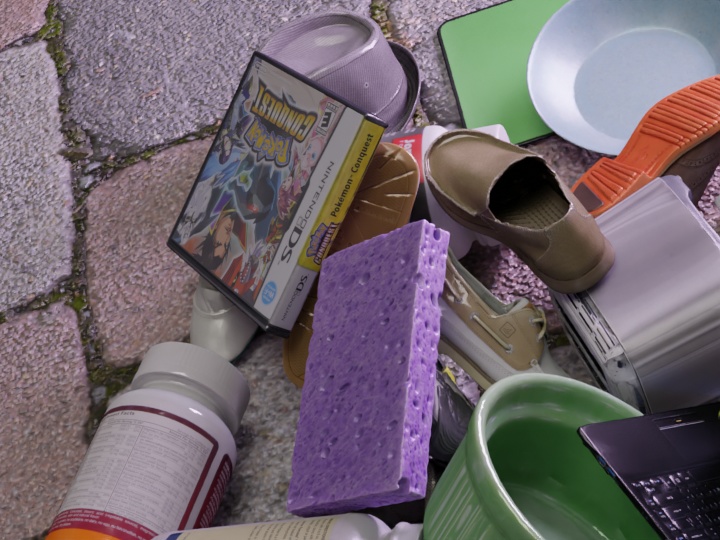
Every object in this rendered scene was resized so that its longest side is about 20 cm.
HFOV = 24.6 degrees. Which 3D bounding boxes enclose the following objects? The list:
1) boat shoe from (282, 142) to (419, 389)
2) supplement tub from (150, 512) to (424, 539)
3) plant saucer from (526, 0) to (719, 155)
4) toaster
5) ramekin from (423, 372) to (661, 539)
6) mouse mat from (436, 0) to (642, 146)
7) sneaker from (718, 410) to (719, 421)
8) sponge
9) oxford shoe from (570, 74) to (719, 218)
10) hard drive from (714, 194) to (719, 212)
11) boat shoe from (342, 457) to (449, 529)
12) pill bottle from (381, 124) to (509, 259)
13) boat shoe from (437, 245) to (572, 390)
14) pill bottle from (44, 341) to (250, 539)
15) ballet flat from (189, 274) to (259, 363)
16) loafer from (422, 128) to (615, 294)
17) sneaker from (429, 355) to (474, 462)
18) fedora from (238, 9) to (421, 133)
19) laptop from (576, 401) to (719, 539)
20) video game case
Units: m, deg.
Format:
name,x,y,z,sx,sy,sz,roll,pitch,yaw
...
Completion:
name,x,y,z,sx,sy,sz,roll,pitch,yaw
boat shoe,0.000,0.000,1.282,0.070,0.069,0.201,24,94,8
supplement tub,-0.044,0.239,1.101,0.199,0.145,0.146,-8,47,15
plant saucer,0.244,-0.170,1.424,0.199,0.039,0.202,-8,56,12
toaster,0.221,0.032,1.210,0.129,0.114,0.200,-28,43,0
ramekin,0.137,0.171,1.062,0.199,0.098,0.201,23,32,-15
mouse mat,0.160,-0.189,1.509,0.160,0.008,0.201,-17,47,7
sneaker,0.321,0.072,1.102,0.199,0.082,0.074,-9,22,-29
sponge,0.006,0.070,1.143,0.111,0.030,0.201,-21,52,42
oxford shoe,0.254,-0.085,1.328,0.200,0.073,0.071,-38,33,-6
hard drive,0.354,-0.024,1.229,0.132,0.027,0.201,-43,41,24
boat shoe,0.057,0.168,1.181,0.199,0.066,0.072,-14,46,9
pill bottle,0.028,-0.057,1.364,0.199,0.114,0.114,-10,46,13
boat shoe,0.106,0.052,1.200,0.199,0.075,0.069,33,98,-2
pill bottle,-0.158,0.160,1.243,0.109,0.110,0.201,3,50,24
ballet flat,-0.103,-0.011,1.409,0.069,0.070,0.201,6,52,26
loafer,0.113,-0.060,1.223,0.076,0.068,0.200,-38,45,-14
sneaker,0.036,0.105,1.226,0.084,0.075,0.200,-37,16,4
fedora,-0.043,-0.169,1.510,0.199,0.091,0.177,-28,45,-5
laptop,0.272,0.132,1.040,0.177,0.104,0.200,-2,45,-44
video game case,-0.072,-0.066,1.308,0.200,0.025,0.182,35,102,54
